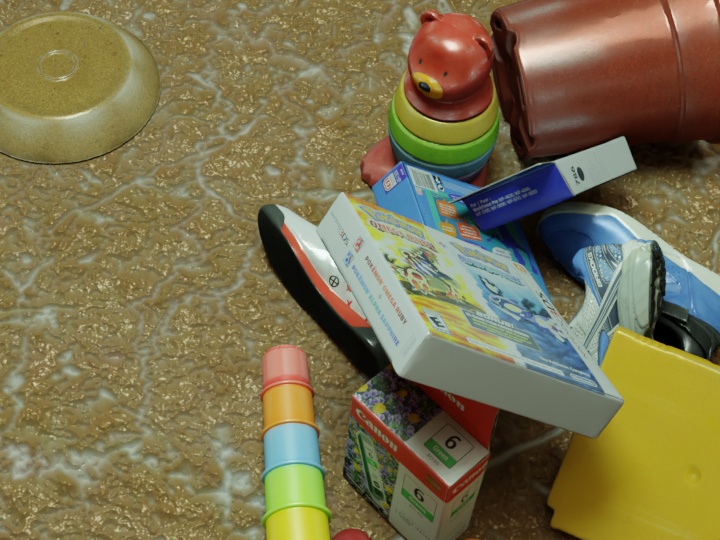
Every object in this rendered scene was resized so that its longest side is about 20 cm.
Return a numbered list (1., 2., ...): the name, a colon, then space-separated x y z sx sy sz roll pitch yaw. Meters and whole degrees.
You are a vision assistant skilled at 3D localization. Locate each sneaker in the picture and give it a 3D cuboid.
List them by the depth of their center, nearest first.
1. sneaker: 0.211 0.071 1.170 0.085 0.077 0.201 5 97 25
2. sneaker: 0.236 0.020 1.237 0.200 0.077 0.111 32 50 9
3. sneaker: 0.000 0.001 1.244 0.108 0.067 0.201 -30 64 -24

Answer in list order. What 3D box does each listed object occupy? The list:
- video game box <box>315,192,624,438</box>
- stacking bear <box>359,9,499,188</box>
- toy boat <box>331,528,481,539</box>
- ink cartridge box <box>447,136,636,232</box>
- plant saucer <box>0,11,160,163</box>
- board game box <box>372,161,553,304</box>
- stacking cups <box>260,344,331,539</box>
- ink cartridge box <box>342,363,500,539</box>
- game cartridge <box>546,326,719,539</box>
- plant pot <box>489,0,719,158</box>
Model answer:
1. video game box: 0.081 0.033 1.032 0.200 0.047 0.182 20 22 -35
2. stacking bear: 0.077 -0.153 1.270 0.121 0.200 0.114 36 61 20
3. toy boat: 0.061 0.257 1.026 0.200 0.131 0.131 32 65 17
4. ink cartridge box: 0.167 -0.076 1.232 0.200 0.099 0.039 -19 88 -56
5. plant saucer: -0.301 -0.196 1.375 0.199 0.035 0.201 2 55 -3
6. board game box: 0.102 0.011 1.202 0.152 0.045 0.200 15 46 -42
7. stacking cups: -0.061 0.154 1.139 0.060 0.061 0.200 -5 54 -7
8. ink cartridge box: 0.043 0.136 1.070 0.050 0.200 0.109 -37 65 -26
9. game cartridge: 0.268 0.162 1.107 0.199 0.032 0.177 23 101 12
10. plant pot: 0.236 -0.200 1.332 0.195 0.201 0.201 -13 57 -2
